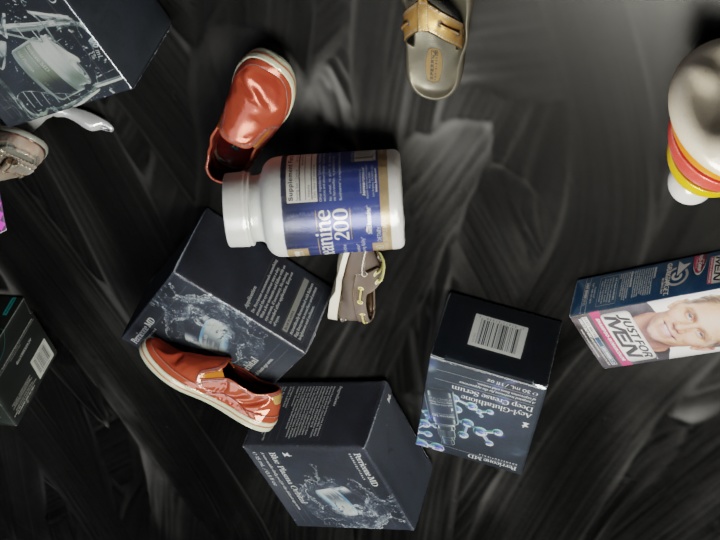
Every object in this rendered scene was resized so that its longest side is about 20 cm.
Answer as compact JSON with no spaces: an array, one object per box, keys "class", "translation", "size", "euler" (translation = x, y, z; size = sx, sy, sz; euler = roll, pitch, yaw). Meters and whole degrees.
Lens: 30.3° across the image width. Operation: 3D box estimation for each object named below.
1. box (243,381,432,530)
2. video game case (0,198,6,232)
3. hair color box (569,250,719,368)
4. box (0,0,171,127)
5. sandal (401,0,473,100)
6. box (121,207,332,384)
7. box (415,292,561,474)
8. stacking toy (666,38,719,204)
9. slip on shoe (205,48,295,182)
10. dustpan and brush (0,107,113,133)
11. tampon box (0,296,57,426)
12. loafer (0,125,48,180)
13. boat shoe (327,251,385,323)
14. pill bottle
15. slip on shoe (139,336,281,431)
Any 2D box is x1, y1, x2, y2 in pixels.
[{"class":"box","translation":[-0.029,0.263,1.881],"size":[0.198,0.118,0.198],"euler":[-4,135,28]},{"class":"video game case","translation":[-0.489,-0.165,1.574],"size":[0.181,0.036,0.202],"euler":[41,144,34]},{"class":"hair color box","translation":[0.349,0.046,1.510],"size":[0.198,0.061,0.100],"euler":[-14,130,35]},{"class":"box","translation":[-0.344,-0.281,1.409],"size":[0.195,0.125,0.201],"euler":[-12,131,32]},{"class":"sandal","translation":[0.067,-0.240,1.316],"size":[0.081,0.055,0.201],"euler":[13,140,11]},{"class":"box","translation":[-0.174,0.056,1.722],"size":[0.199,0.118,0.197],"euler":[32,140,-11]},{"class":"box","translation":[0.158,0.145,1.675],"size":[0.146,0.108,0.201],"euler":[14,142,8]},{"class":"stacking toy","translation":[0.345,-0.122,1.296],"size":[0.144,0.148,0.200],"euler":[20,161,1]},{"class":"slip on shoe","translation":[-0.125,-0.167,1.474],"size":[0.073,0.062,0.200],"euler":[29,140,-6]},{"class":"dustpan and brush","translation":[-0.394,-0.198,1.590],"size":[0.198,0.058,0.140],"euler":[28,153,2]},{"class":"tampon box","translation":[-0.585,0.130,1.970],"size":[0.197,0.151,0.127],"euler":[2,137,23]},{"class":"loafer","translation":[-0.438,-0.131,1.620],"size":[0.071,0.064,0.199],"euler":[30,165,-29]},{"class":"boat shoe","translation":[0.000,0.000,1.614],"size":[0.059,0.073,0.201],"euler":[13,145,1]},{"class":"pill bottle","translation":[-0.050,-0.073,1.477],"size":[0.197,0.112,0.112],"euler":[-4,138,2]},{"class":"slip on shoe","translation":[-0.187,0.131,1.678],"size":[0.198,0.074,0.062],"euler":[28,108,3]}]
